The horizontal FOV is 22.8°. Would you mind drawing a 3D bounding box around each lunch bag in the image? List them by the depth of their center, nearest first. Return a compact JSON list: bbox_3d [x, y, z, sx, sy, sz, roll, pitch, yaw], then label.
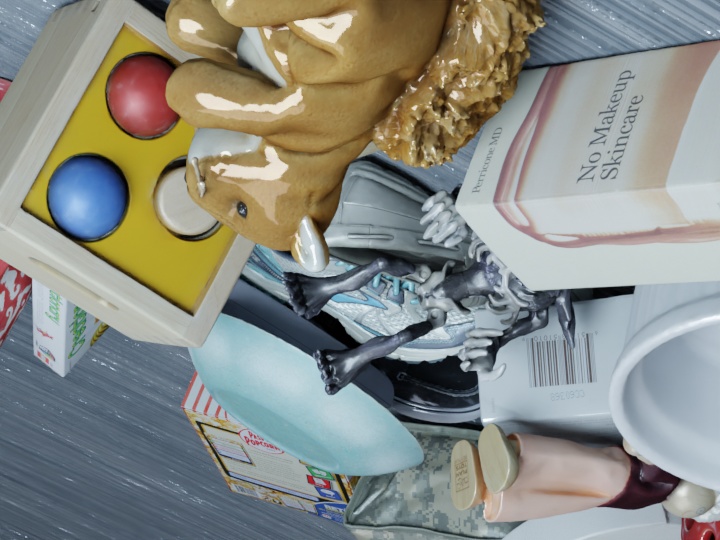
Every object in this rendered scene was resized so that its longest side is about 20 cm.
[{"bbox_3d":[0.111,0.212,1.508,0.199,0.118,0.164,4,150,27],"label":"lunch bag"}]

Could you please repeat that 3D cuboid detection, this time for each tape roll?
[{"bbox_3d":[0.195,0.241,1.431,0.202,0.037,0.203,-9,143,-7],"label":"tape roll"}]

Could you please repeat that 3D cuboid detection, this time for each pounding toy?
[{"bbox_3d":[-0.111,-0.060,1.087,0.200,0.185,0.142,34,165,-26],"label":"pounding toy"}]

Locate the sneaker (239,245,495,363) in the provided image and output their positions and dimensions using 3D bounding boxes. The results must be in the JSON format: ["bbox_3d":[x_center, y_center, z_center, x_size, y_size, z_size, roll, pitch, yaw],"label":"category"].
[{"bbox_3d":[0.000,0.000,1.219,0.199,0.078,0.086,17,152,9],"label":"sneaker"}]

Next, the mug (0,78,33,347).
[{"bbox_3d":[-0.277,-0.027,1.229,0.133,0.201,0.178,22,156,1],"label":"mug"}]

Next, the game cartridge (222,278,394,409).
[{"bbox_3d":[-0.070,0.053,1.291,0.199,0.042,0.133,32,160,-1],"label":"game cartridge"}]

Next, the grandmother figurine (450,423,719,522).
[{"bbox_3d":[0.156,0.134,1.139,0.199,0.061,0.121,7,164,-26],"label":"grandmother figurine"}]

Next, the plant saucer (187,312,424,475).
[{"bbox_3d":[-0.050,0.097,1.254,0.200,0.039,0.201,29,163,10],"label":"plant saucer"}]

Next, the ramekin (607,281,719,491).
[{"bbox_3d":[0.249,0.044,1.042,0.199,0.098,0.201,9,145,6],"label":"ramekin"}]

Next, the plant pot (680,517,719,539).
[{"bbox_3d":[0.320,0.222,1.253,0.199,0.183,0.201,9,149,6],"label":"plant pot"}]

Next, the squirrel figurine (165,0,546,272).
[{"bbox_3d":[-0.004,-0.092,0.916,0.199,0.142,0.187,-1,126,-16],"label":"squirrel figurine"}]

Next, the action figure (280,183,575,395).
[{"bbox_3d":[0.060,0.011,1.078,0.199,0.119,0.102,-20,-179,5],"label":"action figure"}]

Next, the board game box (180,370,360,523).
[{"bbox_3d":[-0.068,0.167,1.647,0.151,0.046,0.200,14,154,17],"label":"board game box"}]

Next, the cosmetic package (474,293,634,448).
[{"bbox_3d":[0.144,0.088,1.211,0.112,0.082,0.200,-5,161,8],"label":"cosmetic package"}]

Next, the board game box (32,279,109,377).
[{"bbox_3d":[-0.183,-0.010,1.278,0.035,0.126,0.200,37,157,7],"label":"board game box"}]

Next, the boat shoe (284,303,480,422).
[{"bbox_3d":[0.016,0.047,1.316,0.199,0.072,0.068,29,157,0],"label":"boat shoe"}]

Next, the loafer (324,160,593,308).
[{"bbox_3d":[0.059,-0.002,1.166,0.199,0.070,0.070,23,153,-13],"label":"loafer"}]

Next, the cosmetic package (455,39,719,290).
[{"bbox_3d":[0.163,-0.056,0.944,0.199,0.104,0.087,-6,143,42],"label":"cosmetic package"}]
